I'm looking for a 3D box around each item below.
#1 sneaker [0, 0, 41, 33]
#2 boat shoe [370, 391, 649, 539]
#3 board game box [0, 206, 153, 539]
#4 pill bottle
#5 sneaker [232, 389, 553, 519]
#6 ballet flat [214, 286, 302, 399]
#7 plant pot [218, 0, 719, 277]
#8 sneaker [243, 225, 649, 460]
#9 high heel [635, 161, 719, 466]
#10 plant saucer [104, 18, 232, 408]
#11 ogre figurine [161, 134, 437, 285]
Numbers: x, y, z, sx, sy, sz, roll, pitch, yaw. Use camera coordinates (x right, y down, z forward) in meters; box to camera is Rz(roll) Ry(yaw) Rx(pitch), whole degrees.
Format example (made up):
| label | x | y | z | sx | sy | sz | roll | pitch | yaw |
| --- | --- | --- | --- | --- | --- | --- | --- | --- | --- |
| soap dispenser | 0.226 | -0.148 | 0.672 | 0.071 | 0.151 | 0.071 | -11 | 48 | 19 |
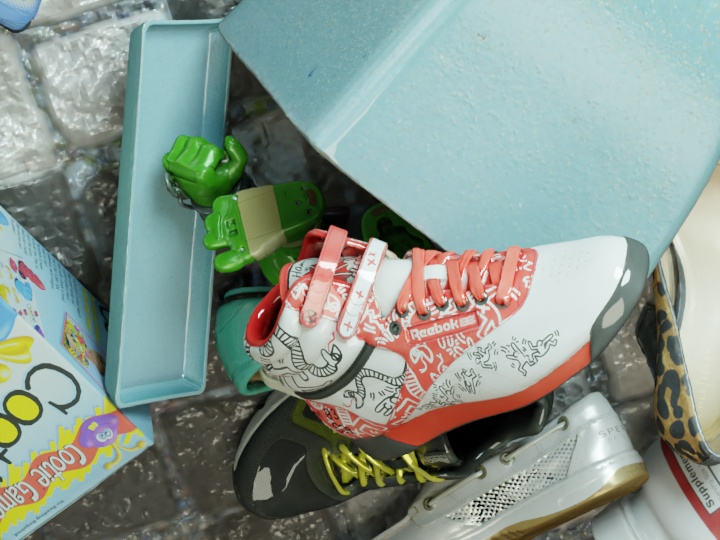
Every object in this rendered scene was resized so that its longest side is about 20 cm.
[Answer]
| label | x | y | z | sx | sy | sz | roll | pitch | yaw |
| --- | --- | --- | --- | --- | --- | --- | --- | --- | --- |
| sneaker | -0.248 | -0.148 | 1.436 | 0.199 | 0.079 | 0.089 | 5 | 118 | -12 |
| boat shoe | 0.068 | 0.127 | 1.665 | 0.200 | 0.071 | 0.069 | -27 | 78 | 23 |
| board game box | -0.213 | 0.031 | 1.533 | 0.103 | 0.105 | 0.200 | -36 | 119 | 13 |
| pill bottle | 0.233 | 0.116 | 1.654 | 0.200 | 0.112 | 0.112 | -39 | 119 | 14 |
| sneaker | 0.018 | 0.086 | 1.616 | 0.200 | 0.085 | 0.075 | -30 | 120 | 9 |
| ballet flat | 0.020 | 0.039 | 1.578 | 0.199 | 0.071 | 0.067 | -6 | 164 | 8 |
| plant pot | 0.082 | -0.114 | 1.451 | 0.196 | 0.196 | 0.200 | 37 | 97 | -26 |
| sneaker | 0.032 | 0.016 | 1.350 | 0.108 | 0.067 | 0.201 | 38 | 137 | -22 |
| high heel | 0.191 | -0.001 | 1.558 | 0.071 | 0.143 | 0.200 | 1 | 121 | -10 |
| plant saucer | -0.101 | -0.031 | 1.512 | 0.070 | 0.019 | 0.201 | -8 | 107 | -51 |
| ogre figurine | 0.000 | 0.000 | 1.493 | 0.199 | 0.098 | 0.120 | 7 | 163 | 17 |
